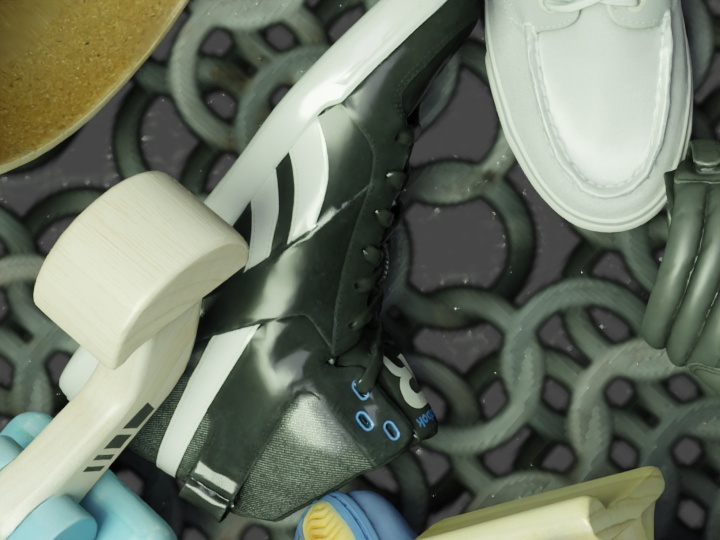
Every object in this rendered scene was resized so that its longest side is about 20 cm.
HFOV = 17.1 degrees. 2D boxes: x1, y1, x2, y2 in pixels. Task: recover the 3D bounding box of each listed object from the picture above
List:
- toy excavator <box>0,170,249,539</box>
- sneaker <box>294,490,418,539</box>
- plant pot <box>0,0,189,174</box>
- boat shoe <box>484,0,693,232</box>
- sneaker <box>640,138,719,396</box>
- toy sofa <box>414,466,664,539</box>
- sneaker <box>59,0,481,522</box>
[{"bbox_3d":[-0.102,0.073,0.770,0.100,0.194,0.200,38,84,19],"label":"toy excavator"},{"bbox_3d":[0.052,0.150,0.813,0.088,0.075,0.200,-33,100,-15],"label":"sneaker"},{"bbox_3d":[-0.163,-0.158,0.779,0.200,0.186,0.187,32,96,18],"label":"plant pot"},{"bbox_3d":[0.076,-0.112,0.795,0.072,0.069,0.200,0,93,6],"label":"boat shoe"},{"bbox_3d":[0.158,-0.041,0.779,0.099,0.071,0.200,25,80,10],"label":"sneaker"},{"bbox_3d":[0.068,0.167,0.714,0.083,0.098,0.200,-18,94,29],"label":"toy sofa"},{"bbox_3d":[0.000,0.000,0.813,0.112,0.073,0.200,41,104,0],"label":"sneaker"}]
